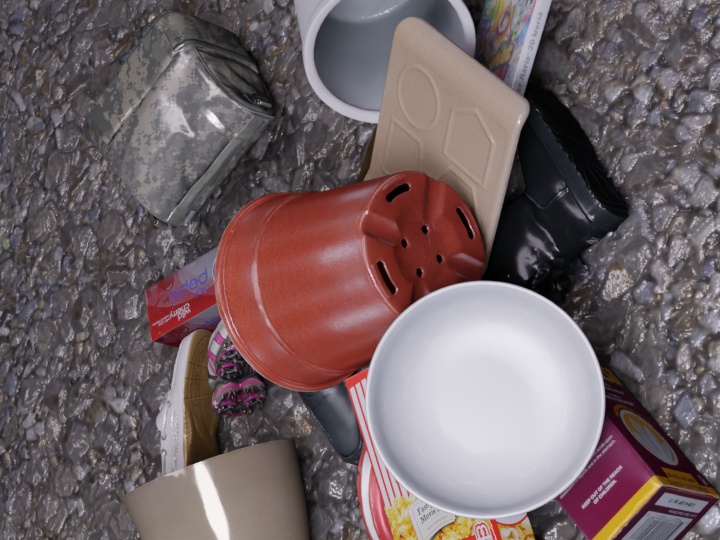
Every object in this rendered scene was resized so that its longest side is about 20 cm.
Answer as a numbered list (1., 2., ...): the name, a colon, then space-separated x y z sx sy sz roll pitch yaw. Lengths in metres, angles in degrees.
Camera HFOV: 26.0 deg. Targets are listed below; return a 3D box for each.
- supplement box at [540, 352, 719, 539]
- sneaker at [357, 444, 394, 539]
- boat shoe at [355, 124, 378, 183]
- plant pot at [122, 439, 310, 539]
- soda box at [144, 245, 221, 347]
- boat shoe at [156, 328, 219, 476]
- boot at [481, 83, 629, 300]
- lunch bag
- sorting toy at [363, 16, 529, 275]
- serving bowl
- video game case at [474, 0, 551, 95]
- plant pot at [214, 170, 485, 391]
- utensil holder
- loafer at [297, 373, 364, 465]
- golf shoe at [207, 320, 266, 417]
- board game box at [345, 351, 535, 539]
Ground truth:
1. supplement box: 0.207 0.152 1.383 0.086 0.110 0.200 -50 52 17
2. sneaker: 0.066 0.177 1.518 0.115 0.078 0.200 -8 75 40
3. boat shoe: 0.039 -0.105 1.634 0.200 0.063 0.073 -66 18 4
4. plant pot: -0.125 0.298 1.595 0.187 0.187 0.200 -27 76 32
5. soda box: -0.150 0.018 1.751 0.200 0.063 0.070 -29 60 32
6. boat shoe: -0.198 0.165 1.747 0.069 0.071 0.200 -4 77 39
7. boot: 0.159 -0.062 1.513 0.162 0.073 0.198 -46 52 29
8. lunch bag: -0.199 -0.166 1.791 0.200 0.139 0.168 -47 53 22
9. sorting toy: 0.082 -0.116 1.494 0.185 0.036 0.200 44 134 36
10. serving bowl: 0.105 0.112 1.328 0.200 0.066 0.200 -1 80 4
11. video game case: 0.130 -0.183 1.554 0.143 0.018 0.200 -167 94 -71
12. plant pot: 0.000 0.000 1.466 0.195 0.201 0.201 -18 66 48
13. utensil holder: 0.015 -0.272 1.590 0.170 0.170 0.200 -45 32 22
14. loafer: -0.042 0.115 1.629 0.068 0.070 0.201 -42 55 24
15. golf shoe: -0.133 0.077 1.663 0.200 0.073 0.092 114 143 -55
16. board game box: 0.070 0.170 1.429 0.151 0.046 0.200 -33 71 52
